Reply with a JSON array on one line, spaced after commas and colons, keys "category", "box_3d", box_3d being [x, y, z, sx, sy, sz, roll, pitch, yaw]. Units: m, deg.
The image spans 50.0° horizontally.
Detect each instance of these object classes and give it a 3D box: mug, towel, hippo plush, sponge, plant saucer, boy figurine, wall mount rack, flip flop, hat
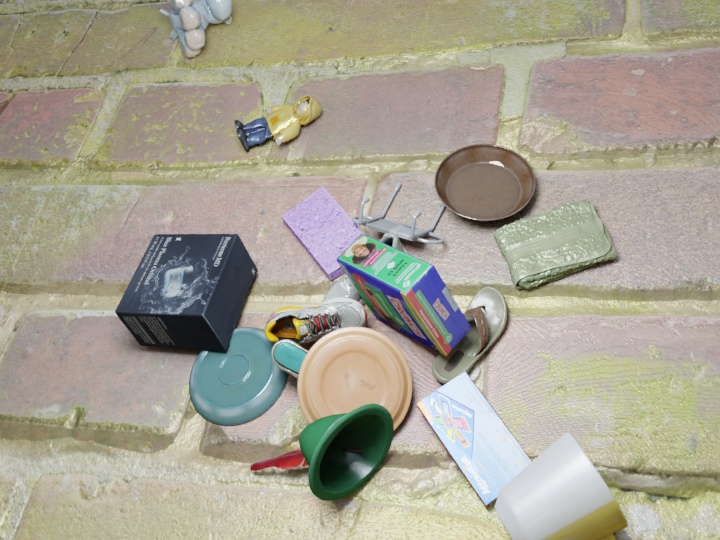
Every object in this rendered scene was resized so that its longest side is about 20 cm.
[{"category": "mug", "box_3d": [0.287, 0.352, 1.109, 0.152, 0.150, 0.187, -32, 47, 2]}, {"category": "towel", "box_3d": [0.357, -0.052, 1.429, 0.197, 0.037, 0.150, -18, 53, 3]}, {"category": "hippo plush", "box_3d": [-0.407, -0.652, 2.013, 0.159, 0.161, 0.199, -23, 8, -23]}, {"category": "sponge", "box_3d": [-0.068, -0.078, 1.568, 0.111, 0.030, 0.200, -34, 55, -9]}, {"category": "plant saucer", "box_3d": [-0.010, 0.196, 1.311, 0.197, 0.032, 0.204, 0, 79, 1]}, {"category": "boy figurine", "box_3d": [-0.183, -0.334, 1.756, 0.197, 0.065, 0.126, -19, 51, 6]}, {"category": "wall mount rack", "box_3d": [0.089, -0.115, 1.525, 0.198, 0.076, 0.173, 17, 21, 24]}, {"category": "flip flop", "box_3d": [0.191, 0.110, 1.349, 0.081, 0.058, 0.201, 29, 68, 30]}, {"category": "plant saucer", "box_3d": [-0.230, 0.188, 1.433, 0.197, 0.028, 0.203, -8, 55, 11]}, {"category": "hat", "box_3d": [-0.072, 0.263, 1.268, 0.199, 0.168, 0.175, -31, 39, -27]}, {"category": "plant saucer", "box_3d": [0.245, -0.167, 1.527, 0.197, 0.037, 0.203, -4, 54, 5]}]

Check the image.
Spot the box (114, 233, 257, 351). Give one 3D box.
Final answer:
[{"category": "box", "box_3d": [-0.331, 0.038, 1.490, 0.197, 0.118, 0.199, 1, 51, 20]}]

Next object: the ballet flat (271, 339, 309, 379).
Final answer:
[{"category": "ballet flat", "box_3d": [-0.068, 0.184, 1.362, 0.199, 0.062, 0.068, 35, 82, 8]}]

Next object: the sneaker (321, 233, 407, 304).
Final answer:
[{"category": "sneaker", "box_3d": [0.000, 0.000, 1.456, 0.199, 0.092, 0.076, -41, 56, -13]}]

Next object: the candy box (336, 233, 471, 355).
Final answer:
[{"category": "candy box", "box_3d": [0.073, 0.040, 1.330, 0.077, 0.170, 0.199, -47, 38, -16]}]

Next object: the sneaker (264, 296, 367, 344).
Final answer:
[{"category": "sneaker", "box_3d": [-0.082, 0.102, 1.405, 0.197, 0.079, 0.082, -12, 10, 14]}]

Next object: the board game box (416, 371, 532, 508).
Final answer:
[{"category": "board game box", "box_3d": [0.187, 0.270, 1.254, 0.102, 0.020, 0.201, -31, 59, -8]}]
